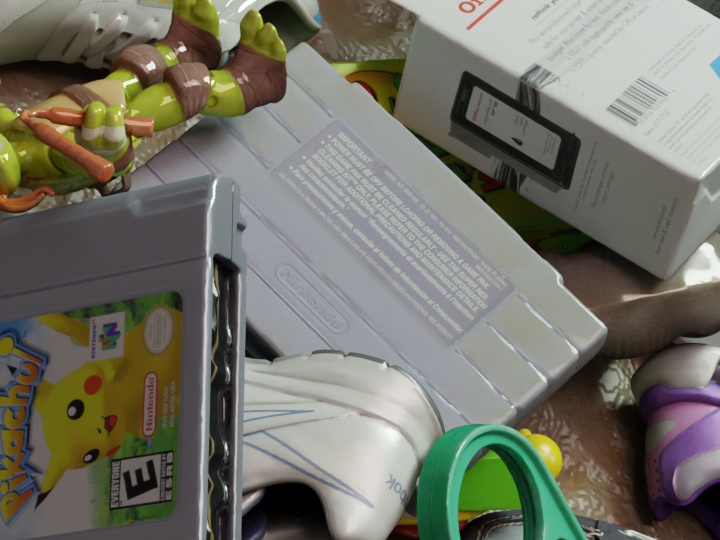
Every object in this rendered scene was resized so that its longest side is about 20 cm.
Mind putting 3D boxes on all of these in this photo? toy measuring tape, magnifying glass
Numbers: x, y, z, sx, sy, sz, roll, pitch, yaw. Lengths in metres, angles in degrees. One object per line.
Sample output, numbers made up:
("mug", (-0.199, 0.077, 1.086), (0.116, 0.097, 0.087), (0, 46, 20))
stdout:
("toy measuring tape", (-0.007, 0.086, 1.229), (0.198, 0.074, 0.074), (-1, 60, -11))
("magnifying glass", (0.087, 0.128, 1.160), (0.200, 0.022, 0.080), (38, 54, -45))

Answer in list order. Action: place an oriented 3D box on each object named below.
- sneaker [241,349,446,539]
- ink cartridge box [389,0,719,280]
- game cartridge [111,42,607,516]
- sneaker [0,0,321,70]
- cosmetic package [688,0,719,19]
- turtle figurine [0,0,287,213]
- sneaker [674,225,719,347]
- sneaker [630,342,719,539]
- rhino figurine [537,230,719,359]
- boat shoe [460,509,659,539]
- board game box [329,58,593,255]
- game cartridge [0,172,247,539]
("sneaker", (-0.068, 0.073, 1.131), (0.199, 0.075, 0.087), (5, 47, 22))
("ink cartridge box", (0.098, -0.095, 1.305), (0.199, 0.068, 0.116), (32, 45, 18))
("game cartridge", (0.000, 0.000, 1.216), (0.129, 0.038, 0.200), (-37, 73, -29))
("sneaker", (-0.103, -0.126, 1.286), (0.199, 0.077, 0.081), (-19, 74, -36))
("cosmetic package", (0.184, -0.213, 1.452), (0.199, 0.165, 0.166), (3, 59, -29))
("turtle figurine", (-0.111, -0.064, 1.179), (0.161, 0.200, 0.065), (-28, 110, -28))
("sneaker", (0.233, 0.039, 1.394), (0.199, 0.112, 0.073), (22, 81, 21))
("sneaker", (0.220, 0.111, 1.335), (0.199, 0.081, 0.089), (20, 59, -13))
("rhino figurine", (0.094, 0.018, 1.295), (0.199, 0.087, 0.060), (-13, 97, -21))
("boat shoe", (0.136, 0.144, 1.266), (0.199, 0.063, 0.073), (17, 54, -21))
("board game box", (0.039, -0.051, 1.342), (0.199, 0.048, 0.102), (-6, 65, -34))
("game cartridge", (-0.110, 0.065, 1.103), (0.040, 0.133, 0.201), (30, 53, -53))
